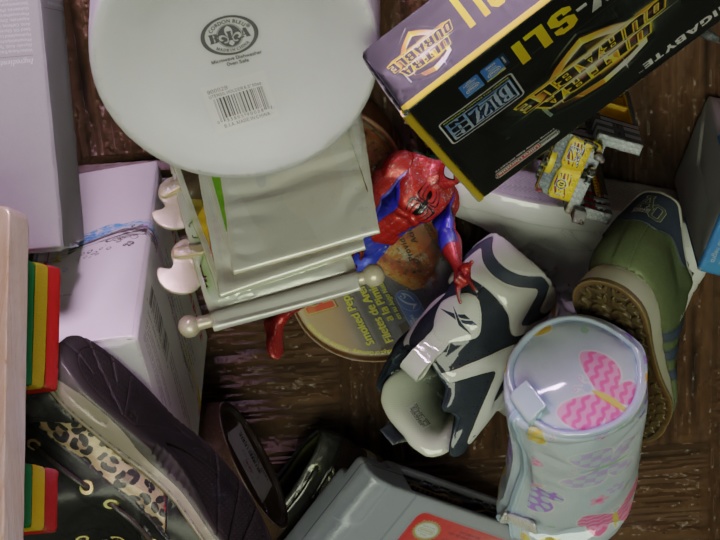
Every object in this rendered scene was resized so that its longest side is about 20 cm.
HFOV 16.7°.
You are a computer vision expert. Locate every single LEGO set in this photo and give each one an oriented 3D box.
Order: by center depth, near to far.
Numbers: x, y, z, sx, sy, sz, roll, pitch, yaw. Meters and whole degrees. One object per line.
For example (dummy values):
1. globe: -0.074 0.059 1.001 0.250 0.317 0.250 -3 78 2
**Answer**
1. LEGO set: 0.115 -0.121 1.468 0.154 0.116 0.200 23 118 -15

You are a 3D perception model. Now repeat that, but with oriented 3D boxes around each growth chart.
1. growth chart: -0.055 -0.060 1.476 0.145 0.200 0.018 -8 156 9

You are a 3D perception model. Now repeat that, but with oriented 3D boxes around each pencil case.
1. pencil case: 0.126 0.103 1.504 0.091 0.083 0.200 -15 153 -7

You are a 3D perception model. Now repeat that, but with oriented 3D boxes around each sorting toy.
1. sorting toy: -0.254 0.081 1.354 0.199 0.200 0.070 -8 165 29

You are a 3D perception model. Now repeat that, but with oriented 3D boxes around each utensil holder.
1. utensil holder: -0.070 -0.169 1.385 0.170 0.200 0.170 -1 121 -1

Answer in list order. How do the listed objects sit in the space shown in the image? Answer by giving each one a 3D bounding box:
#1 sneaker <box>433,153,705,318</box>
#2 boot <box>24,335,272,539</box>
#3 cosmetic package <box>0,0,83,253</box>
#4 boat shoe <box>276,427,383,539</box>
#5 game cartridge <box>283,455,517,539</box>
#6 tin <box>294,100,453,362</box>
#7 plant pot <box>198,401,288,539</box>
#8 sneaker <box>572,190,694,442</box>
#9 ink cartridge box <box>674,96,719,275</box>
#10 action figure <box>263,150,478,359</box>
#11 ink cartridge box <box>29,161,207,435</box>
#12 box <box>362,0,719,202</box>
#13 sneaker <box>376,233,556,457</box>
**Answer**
1. sneaker: 0.124 -0.004 1.567 0.200 0.074 0.116 13 117 -11
2. boot: -0.155 0.147 1.416 0.151 0.073 0.200 -35 113 19
3. cosmetic package: -0.213 -0.107 1.429 0.090 0.107 0.200 -2 91 0
4. boat shoe: -0.071 0.182 1.681 0.066 0.072 0.201 42 107 -17
5. game cartridge: 0.037 0.203 1.672 0.200 0.041 0.133 22 118 -37
6. tin: -0.010 -0.029 1.569 0.112 0.042 0.200 -23 120 8
7. plant pot: -0.156 0.169 1.608 0.200 0.187 0.187 -27 119 9
8. sneaker: 0.177 0.026 1.519 0.067 0.090 0.200 19 154 19
9. ink cartridge box: 0.306 -0.033 1.529 0.200 0.116 0.068 13 121 -9
10. action figure: 0.000 0.000 1.498 0.065 0.099 0.200 33 121 -30
11. ink cartridge box: -0.183 0.053 1.518 0.144 0.200 0.147 -9 122 6
12. box: 0.112 -0.135 1.337 0.200 0.049 0.160 -37 155 5
13. sneaker: 0.063 0.072 1.549 0.130 0.079 0.199 -43 163 -15
